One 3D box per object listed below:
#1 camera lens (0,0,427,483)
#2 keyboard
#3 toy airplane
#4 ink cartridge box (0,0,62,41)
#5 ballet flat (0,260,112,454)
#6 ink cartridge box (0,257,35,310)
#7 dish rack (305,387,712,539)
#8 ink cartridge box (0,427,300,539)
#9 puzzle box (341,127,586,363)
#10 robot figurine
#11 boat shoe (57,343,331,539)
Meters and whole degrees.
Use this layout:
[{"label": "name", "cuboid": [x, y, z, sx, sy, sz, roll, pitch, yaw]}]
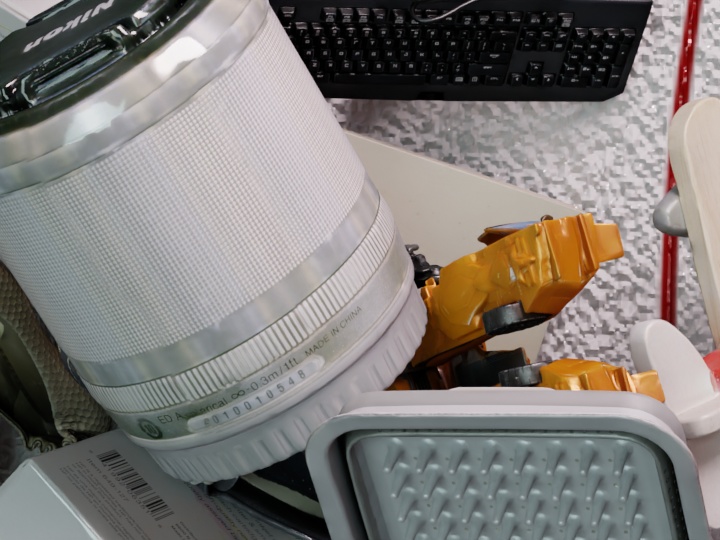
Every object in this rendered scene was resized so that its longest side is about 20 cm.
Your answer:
[{"label": "camera lens", "cuboid": [-0.079, -0.027, 1.135, 0.160, 0.160, 0.200, -24, 112, 18]}, {"label": "keyboard", "cuboid": [0.044, -0.113, 1.232, 0.200, 0.040, 0.104, -1, 135, -12]}, {"label": "toy airplane", "cuboid": [0.197, 0.045, 1.199, 0.199, 0.141, 0.200, 26, 85, -15]}, {"label": "ink cartridge box", "cuboid": [-0.144, -0.184, 1.262, 0.045, 0.200, 0.176, 32, 132, -16]}, {"label": "ballet flat", "cuboid": [-0.193, 0.041, 1.312, 0.067, 0.200, 0.046, -7, 51, 28]}, {"label": "ink cartridge box", "cuboid": [-0.160, -0.051, 1.350, 0.200, 0.083, 0.147, 1, 92, 18]}, {"label": "dish rack", "cuboid": [0.077, 0.123, 1.114, 0.171, 0.044, 0.200, 0, 131, 20]}, {"label": "ink cartridge box", "cuboid": [-0.114, 0.176, 1.272, 0.147, 0.200, 0.145, 46, 110, 12]}, {"label": "puzzle box", "cuboid": [0.000, 0.000, 1.280, 0.200, 0.025, 0.133, 19, 98, -10]}, {"label": "robot figurine", "cuboid": [0.061, 0.048, 1.190, 0.200, 0.058, 0.145, -30, 72, 61]}, {"label": "boat shoe", "cuboid": [-0.060, 0.079, 1.249, 0.200, 0.063, 0.073, 31, 119, -18]}]
